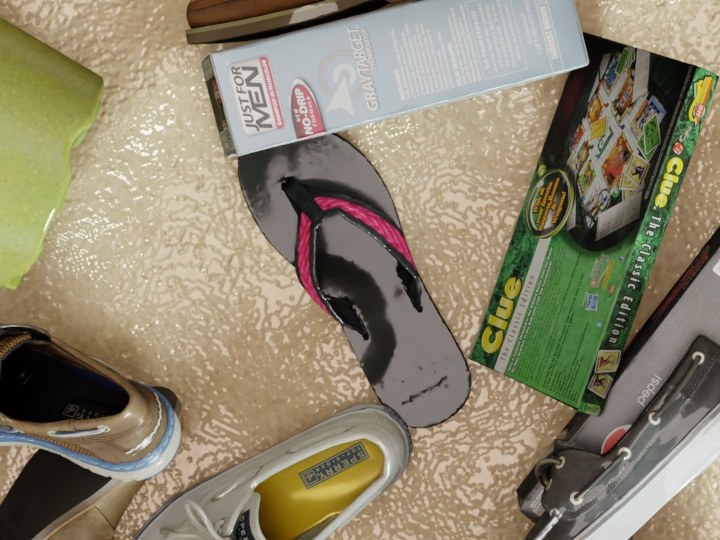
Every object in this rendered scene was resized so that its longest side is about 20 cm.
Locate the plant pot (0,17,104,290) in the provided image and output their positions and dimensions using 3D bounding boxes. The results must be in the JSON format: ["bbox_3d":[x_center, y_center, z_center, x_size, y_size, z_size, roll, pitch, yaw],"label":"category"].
[{"bbox_3d":[-0.249,-0.081,1.534,0.184,0.200,0.201,23,94,-11],"label":"plant pot"}]

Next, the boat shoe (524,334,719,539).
[{"bbox_3d":[0.132,0.113,1.506,0.200,0.070,0.066,-42,84,5],"label":"boat shoe"}]

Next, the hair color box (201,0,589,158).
[{"bbox_3d":[0.016,-0.115,1.538,0.200,0.099,0.061,-15,93,-6],"label":"hair color box"}]

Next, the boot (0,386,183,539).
[{"bbox_3d":[-0.167,0.152,1.604,0.200,0.074,0.075,-46,120,-1],"label":"boot"}]

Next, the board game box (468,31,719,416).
[{"bbox_3d":[0.129,-0.028,1.556,0.023,0.105,0.200,15,96,-39],"label":"board game box"}]

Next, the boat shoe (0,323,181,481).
[{"bbox_3d":[-0.198,0.059,1.562,0.200,0.072,0.072,11,64,18],"label":"boat shoe"}]

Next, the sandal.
[{"bbox_3d":[0.000,0.000,1.586,0.075,0.045,0.200,-32,91,5],"label":"sandal"}]

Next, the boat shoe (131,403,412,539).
[{"bbox_3d":[-0.061,0.149,1.573,0.202,0.086,0.075,-30,93,11],"label":"boat shoe"}]

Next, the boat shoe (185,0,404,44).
[{"bbox_3d":[-0.011,-0.175,1.550,0.200,0.072,0.068,-13,93,22],"label":"boat shoe"}]

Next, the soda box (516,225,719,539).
[{"bbox_3d":[0.172,0.071,1.569,0.063,0.071,0.200,38,95,-1],"label":"soda box"}]
